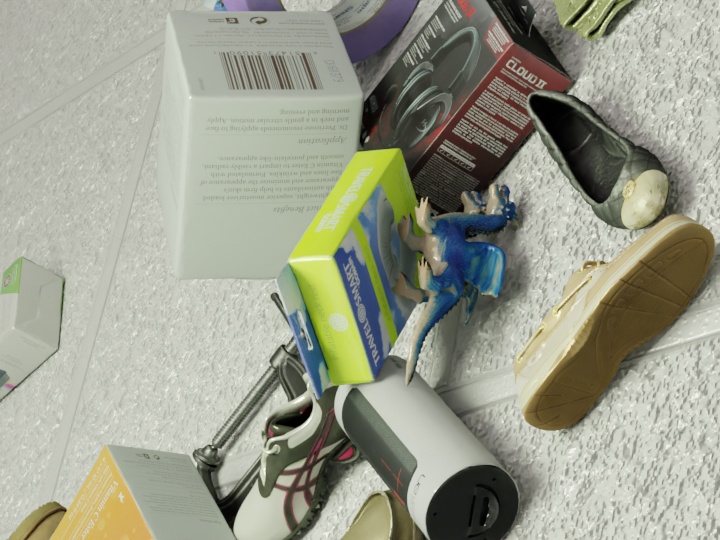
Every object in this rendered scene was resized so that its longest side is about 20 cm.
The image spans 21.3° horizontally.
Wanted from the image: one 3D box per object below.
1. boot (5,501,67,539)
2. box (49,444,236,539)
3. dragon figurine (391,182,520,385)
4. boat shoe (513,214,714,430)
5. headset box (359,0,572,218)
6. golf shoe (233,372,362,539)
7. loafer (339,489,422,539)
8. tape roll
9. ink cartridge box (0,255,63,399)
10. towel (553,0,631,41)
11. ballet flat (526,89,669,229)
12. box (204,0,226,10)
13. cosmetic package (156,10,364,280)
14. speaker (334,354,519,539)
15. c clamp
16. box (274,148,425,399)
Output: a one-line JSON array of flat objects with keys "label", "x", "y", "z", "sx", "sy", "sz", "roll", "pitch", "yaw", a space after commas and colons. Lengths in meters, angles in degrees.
[{"label": "boot", "x": -0.248, "y": 0.315, "z": 1.741, "sx": 0.175, "sy": 0.199, "sz": 0.066, "roll": -46, "pitch": -16, "yaw": -54}, {"label": "box", "x": -0.179, "y": 0.268, "z": 1.680, "sx": 0.125, "sy": 0.097, "sz": 0.200, "roll": -58, "pitch": 44, "yaw": 22}, {"label": "dragon figurine", "x": 0.082, "y": 0.003, "z": 1.569, "sx": 0.059, "sy": 0.099, "sz": 0.201, "roll": -44, "pitch": 35, "yaw": 49}, {"label": "boat shoe", "x": 0.178, "y": 0.027, "z": 1.415, "sx": 0.200, "sy": 0.073, "sz": 0.069, "roll": -50, "pitch": 38, "yaw": 21}, {"label": "headset box", "x": 0.092, "y": -0.157, "z": 1.698, "sx": 0.200, "sy": 0.077, "sz": 0.149, "roll": -51, "pitch": 31, "yaw": 20}, {"label": "golf shoe", "x": -0.062, "y": 0.162, "z": 1.659, "sx": 0.200, "sy": 0.088, "sz": 0.077, "roll": -51, "pitch": 33, "yaw": 20}, {"label": "loafer", "x": -0.018, "y": 0.261, "z": 1.526, "sx": 0.076, "sy": 0.067, "sz": 0.201, "roll": 21, "pitch": 84, "yaw": 60}, {"label": "tape roll", "x": -0.041, "y": -0.308, "z": 1.901, "sx": 0.201, "sy": 0.199, "sz": 0.085, "roll": -60, "pitch": 29, "yaw": 3}, {"label": "ink cartridge box", "x": -0.445, "y": 0.089, "z": 2.322, "sx": 0.200, "sy": 0.067, "sz": 0.118, "roll": -38, "pitch": 38, "yaw": 33}, {"label": "towel", "x": 0.215, "y": -0.300, "z": 1.667, "sx": 0.148, "sy": 0.036, "sz": 0.201, "roll": -46, "pitch": 34, "yaw": 26}, {"label": "ballet flat", "x": 0.184, "y": -0.086, "z": 1.515, "sx": 0.067, "sy": 0.057, "sz": 0.200, "roll": -56, "pitch": 30, "yaw": 10}, {"label": "box", "x": -0.130, "y": -0.402, "z": 2.255, "sx": 0.201, "sy": 0.047, "sz": 0.122, "roll": -61, "pitch": 29, "yaw": 0}, {"label": "cosmetic package", "x": -0.098, "y": -0.118, "z": 1.792, "sx": 0.165, "sy": 0.163, "sz": 0.201, "roll": -109, "pitch": 23, "yaw": -52}, {"label": "speaker", "x": 0.050, "y": 0.143, "z": 1.509, "sx": 0.082, "sy": 0.081, "sz": 0.200, "roll": -56, "pitch": 31, "yaw": 8}, {"label": "c clamp", "x": -0.099, "y": 0.142, "z": 1.798, "sx": 0.201, "sy": 0.027, "sz": 0.171, "roll": -55, "pitch": 36, "yaw": 9}, {"label": "box", "x": 0.000, "y": 0.000, "z": 1.575, "sx": 0.047, "sy": 0.123, "sz": 0.200, "roll": -5, "pitch": 30, "yaw": 25}]
